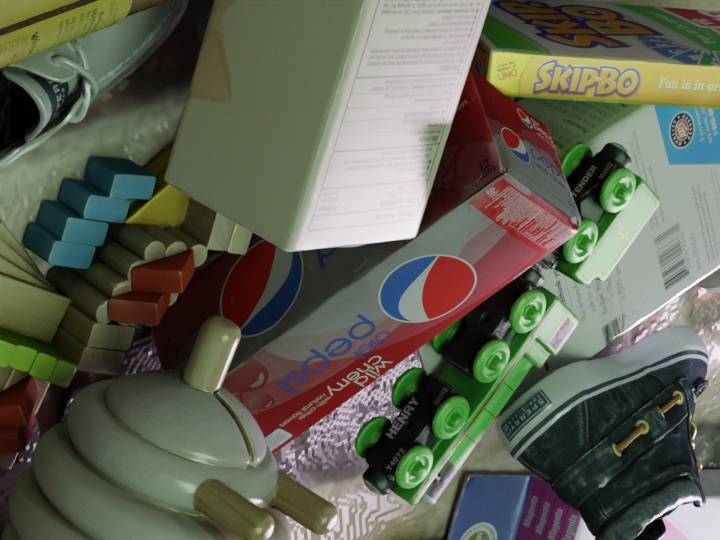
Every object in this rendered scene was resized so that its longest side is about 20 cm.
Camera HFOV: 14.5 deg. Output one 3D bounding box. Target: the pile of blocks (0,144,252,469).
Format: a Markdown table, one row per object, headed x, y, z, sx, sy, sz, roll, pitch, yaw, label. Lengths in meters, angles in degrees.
| x | y | z | sx | sy | sz | roll | pitch | yaw | label |
| --- | --- | --- | --- | --- | --- | --- | --- | --- | --- |
| -0.121 | 0.008 | 1.246 | 0.200 | 0.062 | 0.082 | -46 | 131 | -11 | pile of blocks |

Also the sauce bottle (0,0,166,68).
| x | y | z | sx | sy | sz | roll | pitch | yaw | label |
| --- | --- | --- | --- | --- | --- | --- | --- | --- | --- |
| -0.114 | -0.126 | 1.139 | 0.200 | 0.066 | 0.066 | -23 | 123 | -33 | sauce bottle |

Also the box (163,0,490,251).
| x | y | z | sx | sy | sz | roll | pitch | yaw | label |
| --- | --- | --- | --- | --- | --- | --- | --- | --- | --- |
| -0.002 | -0.114 | 1.166 | 0.095 | 0.078 | 0.200 | -6 | 119 | -53 | box |

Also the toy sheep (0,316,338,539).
| x | y | z | sx | sy | sz | roll | pitch | yaw | label |
| --- | --- | --- | --- | --- | --- | --- | --- | --- | --- |
| -0.089 | 0.113 | 1.223 | 0.138 | 0.138 | 0.200 | 15 | 105 | -40 | toy sheep |

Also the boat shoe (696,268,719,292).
| x | y | z | sx | sy | sz | roll | pitch | yaw | label |
| --- | --- | --- | --- | --- | --- | --- | --- | --- | --- |
| 0.235 | -0.076 | 1.472 | 0.071 | 0.070 | 0.201 | 20 | 95 | -38 | boat shoe |

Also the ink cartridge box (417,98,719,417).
| x | y | z | sx | sy | sz | roll | pitch | yaw | label |
| --- | --- | --- | --- | --- | --- | --- | --- | --- | --- |
| 0.090 | -0.017 | 1.391 | 0.200 | 0.067 | 0.116 | -32 | 127 | -21 | ink cartridge box |

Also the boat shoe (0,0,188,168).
| x | y | z | sx | sy | sz | roll | pitch | yaw | label |
| --- | --- | --- | --- | --- | --- | --- | --- | --- | --- |
| -0.147 | -0.078 | 1.181 | 0.200 | 0.068 | 0.072 | -27 | 125 | -25 | boat shoe |

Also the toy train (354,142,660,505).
| x | y | z | sx | sy | sz | roll | pitch | yaw | label |
| --- | --- | --- | --- | --- | --- | --- | --- | --- | --- |
| 0.070 | 0.028 | 1.328 | 0.200 | 0.042 | 0.056 | -54 | 142 | -4 | toy train |

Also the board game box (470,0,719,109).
| x | y | z | sx | sy | sz | roll | pitch | yaw | label |
| --- | --- | --- | --- | --- | --- | --- | --- | --- | --- |
| 0.122 | -0.102 | 1.320 | 0.199 | 0.096 | 0.030 | 0 | 112 | -16 | board game box |

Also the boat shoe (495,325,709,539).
| x | y | z | sx | sy | sz | roll | pitch | yaw | label |
| --- | --- | --- | --- | --- | --- | --- | --- | --- | --- |
| 0.142 | 0.090 | 1.424 | 0.071 | 0.091 | 0.200 | -43 | 166 | 27 | boat shoe |

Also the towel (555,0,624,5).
| x | y | z | sx | sy | sz | roll | pitch | yaw | label |
| --- | --- | --- | --- | --- | --- | --- | --- | --- | --- |
| 0.136 | -0.227 | 1.352 | 0.132 | 0.034 | 0.201 | -21 | 123 | -27 | towel |

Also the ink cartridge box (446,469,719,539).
| x | y | z | sx | sy | sz | roll | pitch | yaw | label |
| --- | --- | --- | --- | --- | --- | --- | --- | --- | --- |
| 0.118 | 0.205 | 1.535 | 0.200 | 0.043 | 0.197 | 1 | 110 | -39 | ink cartridge box |

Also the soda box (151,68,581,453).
| x | y | z | sx | sy | sz | roll | pitch | yaw | label |
| --- | --- | --- | --- | --- | --- | --- | --- | --- | --- |
| 0.000 | 0.000 | 1.273 | 0.200 | 0.070 | 0.063 | -36 | 136 | 21 | soda box |
